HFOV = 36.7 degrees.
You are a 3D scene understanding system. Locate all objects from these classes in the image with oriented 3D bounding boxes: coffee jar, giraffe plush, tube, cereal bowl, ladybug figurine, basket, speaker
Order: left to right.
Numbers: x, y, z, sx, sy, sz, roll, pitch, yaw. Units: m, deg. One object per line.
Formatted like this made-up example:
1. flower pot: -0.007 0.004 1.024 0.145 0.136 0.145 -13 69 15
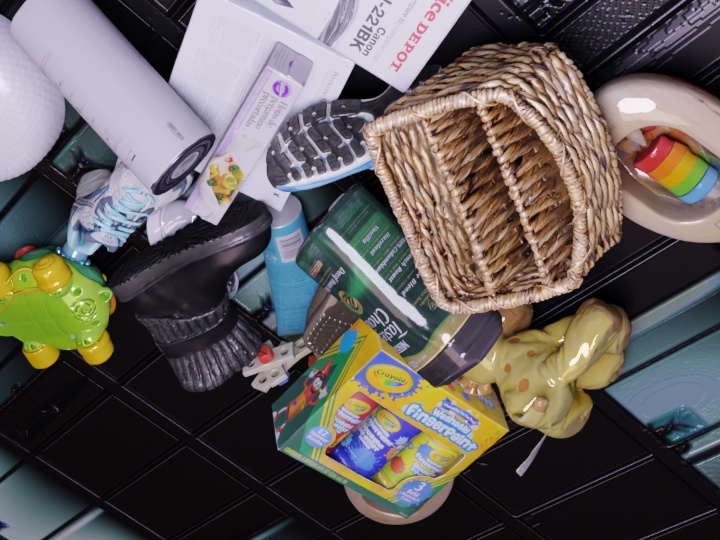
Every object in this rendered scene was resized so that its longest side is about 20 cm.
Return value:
1. cereal bowl: -0.404 -0.165 1.089 0.196 0.084 0.202 8 135 9
2. speaker: -0.227 -0.168 0.990 0.200 0.081 0.081 47 131 3
3. tube: -0.071 0.007 1.182 0.076 0.051 0.202 0 137 11
4. coffee jar: 0.038 0.019 1.023 0.199 0.086 0.104 41 154 1
5. ladybug figurine: 0.050 0.236 1.340 0.134 0.073 0.202 19 134 -4
6. basket: 0.121 -0.069 0.908 0.142 0.148 0.202 14 135 52
7. giraffe plush: 0.164 0.087 1.132 0.161 0.200 0.174 35 156 28
8. ladybug figurine: 0.277 -0.102 0.952 0.199 0.073 0.136 34 132 -16

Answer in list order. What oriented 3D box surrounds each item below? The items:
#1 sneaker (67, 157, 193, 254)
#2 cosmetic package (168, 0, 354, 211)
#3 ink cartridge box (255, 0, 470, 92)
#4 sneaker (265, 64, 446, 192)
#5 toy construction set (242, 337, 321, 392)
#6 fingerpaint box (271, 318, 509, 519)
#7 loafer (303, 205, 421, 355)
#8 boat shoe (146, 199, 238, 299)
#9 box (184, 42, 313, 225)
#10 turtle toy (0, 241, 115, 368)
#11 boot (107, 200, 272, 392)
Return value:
1. sneaker: -0.237 -0.062 1.103 0.077 0.088 0.199 31 151 -26
2. cosmetic package: -0.103 -0.166 1.026 0.149 0.052 0.201 26 134 -7
3. ink cartridge box: -0.003 -0.263 0.884 0.198 0.084 0.145 29 132 -12
4. sneaker: 0.010 -0.109 0.992 0.197 0.079 0.091 -20 146 -7
5. toy construction set: -0.047 0.122 1.244 0.129 0.094 0.200 -6 150 25
6. fingerpaint box: 0.032 0.160 1.173 0.199 0.074 0.167 34 113 -30
7. loafer: 0.000 0.000 1.136 0.075 0.068 0.200 27 116 -31
8. boat shoe: -0.171 0.006 1.199 0.067 0.072 0.203 -2 122 18
9. box: -0.107 -0.121 1.006 0.038 0.042 0.200 27 132 -13
10. turtle toy: -0.365 0.029 1.244 0.196 0.102 0.147 -5 129 21
11. boot: -0.142 0.029 1.124 0.209 0.080 0.159 -23 115 29
